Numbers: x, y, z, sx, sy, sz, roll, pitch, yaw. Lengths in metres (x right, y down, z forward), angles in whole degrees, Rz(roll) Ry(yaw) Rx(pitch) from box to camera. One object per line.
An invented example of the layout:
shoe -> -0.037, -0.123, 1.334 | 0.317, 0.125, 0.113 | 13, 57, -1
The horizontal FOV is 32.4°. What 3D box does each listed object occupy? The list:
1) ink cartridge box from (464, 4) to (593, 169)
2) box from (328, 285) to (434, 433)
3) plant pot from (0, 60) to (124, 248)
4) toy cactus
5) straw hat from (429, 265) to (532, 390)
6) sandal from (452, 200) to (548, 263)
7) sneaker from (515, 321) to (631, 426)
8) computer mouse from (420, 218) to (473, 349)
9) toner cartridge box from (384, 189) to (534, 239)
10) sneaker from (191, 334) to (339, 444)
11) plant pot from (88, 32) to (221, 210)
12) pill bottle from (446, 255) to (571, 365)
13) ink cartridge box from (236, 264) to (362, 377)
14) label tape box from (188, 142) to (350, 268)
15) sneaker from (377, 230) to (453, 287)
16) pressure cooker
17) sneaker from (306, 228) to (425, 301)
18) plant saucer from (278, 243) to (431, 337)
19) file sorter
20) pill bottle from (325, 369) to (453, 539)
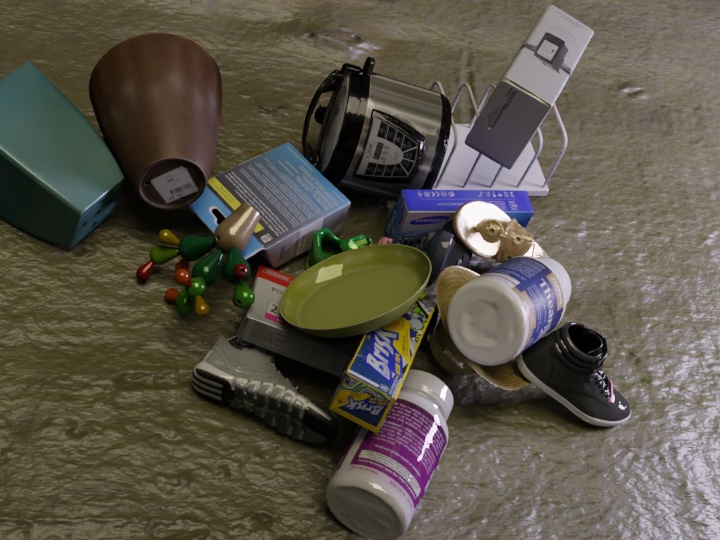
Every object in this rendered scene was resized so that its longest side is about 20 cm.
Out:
ink cartridge box -> 0.244, -0.264, 1.788 | 0.083, 0.146, 0.201 | 31, 51, 2
box -> 0.028, 0.106, 1.523 | 0.070, 0.065, 0.200 | 27, 34, 1
plant pot -> -0.422, -0.138, 1.637 | 0.200, 0.141, 0.141 | 40, 51, 4
toy cactus -> -0.195, -0.020, 1.594 | 0.199, 0.102, 0.166 | 16, 64, 48
straw hat -> 0.144, 0.098, 1.675 | 0.200, 0.085, 0.202 | 32, 39, -30
sandal -> 0.223, -0.038, 1.748 | 0.211, 0.069, 0.078 | 33, 71, -40
sneaker -> 0.313, 0.140, 1.664 | 0.199, 0.099, 0.071 | 31, 41, -23
computer mouse -> 0.123, 0.016, 1.721 | 0.058, 0.034, 0.202 | 32, 67, -43
toner cartridge box -> 0.143, -0.072, 1.801 | 0.198, 0.095, 0.043 | -1, 54, -19
sneaker -> -0.105, 0.134, 1.574 | 0.199, 0.075, 0.116 | 24, 47, 2
plant pot -> -0.265, -0.184, 1.675 | 0.185, 0.188, 0.201 | 0, 47, -19
pill bottle -> 0.202, 0.044, 1.615 | 0.111, 0.111, 0.200 | 41, 30, 15
ink cartridge box -> -0.051, 0.060, 1.629 | 0.198, 0.044, 0.174 | 21, 34, -8
label tape box -> -0.135, -0.081, 1.730 | 0.199, 0.066, 0.143 | -30, 63, -31
sneaker -> 0.064, -0.019, 1.670 | 0.081, 0.200, 0.071 | 26, 72, -8
pressure cooker -> 0.015, -0.196, 1.800 | 0.198, 0.179, 0.177 | 15, 61, -13
sneaker -> 0.000, 0.000, 1.663 | 0.199, 0.084, 0.074 | 24, 37, 36
plant saucer -> -0.004, 0.030, 1.553 | 0.198, 0.031, 0.200 | -15, 27, 8
file sorter -> 0.200, -0.206, 1.905 | 0.198, 0.125, 0.140 | -1, 54, -20
pill bottle -> 0.043, 0.222, 1.529 | 0.112, 0.113, 0.201 | 28, 51, 4
